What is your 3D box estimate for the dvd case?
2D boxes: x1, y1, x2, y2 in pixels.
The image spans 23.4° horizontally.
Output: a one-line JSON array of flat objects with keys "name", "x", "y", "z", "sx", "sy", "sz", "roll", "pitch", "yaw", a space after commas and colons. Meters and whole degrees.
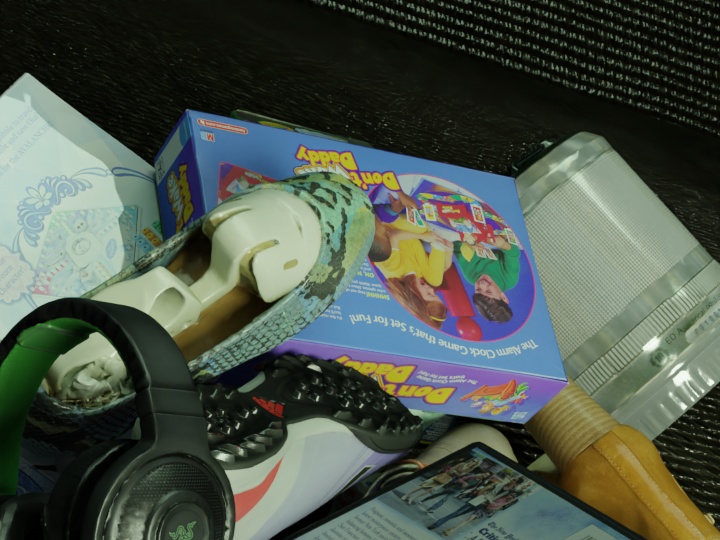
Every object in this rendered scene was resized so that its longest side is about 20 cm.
[{"name": "dvd case", "x": 0.005, "y": 0.137, "z": 0.697, "sx": 0.200, "sy": 0.018, "sz": 0.143, "roll": -25, "pitch": 23, "yaw": -21}]

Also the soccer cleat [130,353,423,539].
[{"name": "soccer cleat", "x": -0.041, "y": 0.086, "z": 0.770, "sx": 0.068, "sy": 0.073, "sz": 0.200, "roll": 34, "pitch": 19, "yaw": 23}]

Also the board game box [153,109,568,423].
[{"name": "board game box", "x": 0.000, "y": 0.000, "z": 0.892, "sx": 0.200, "sy": 0.045, "sz": 0.135, "roll": 10, "pitch": 51, "yaw": -29}]

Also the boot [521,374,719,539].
[{"name": "boot", "x": 0.154, "y": 0.146, "z": 0.981, "sx": 0.144, "sy": 0.071, "sz": 0.201, "roll": 51, "pitch": -5, "yaw": 28}]

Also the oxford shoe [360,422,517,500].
[{"name": "oxford shoe", "x": 0.037, "y": 0.119, "z": 0.838, "sx": 0.071, "sy": 0.074, "sz": 0.200, "roll": 11, "pitch": 29, "yaw": 15}]

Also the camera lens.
[{"name": "camera lens", "x": 0.158, "y": 0.017, "z": 1.203, "sx": 0.200, "sy": 0.160, "sz": 0.160, "roll": 49, "pitch": 20, "yaw": 8}]

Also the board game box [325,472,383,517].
[{"name": "board game box", "x": 0.086, "y": 0.169, "z": 0.908, "sx": 0.126, "sy": 0.035, "sz": 0.200, "roll": 8, "pitch": 19, "yaw": -38}]

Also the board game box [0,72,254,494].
[{"name": "board game box", "x": -0.139, "y": 0.022, "z": 0.842, "sx": 0.199, "sy": 0.043, "sz": 0.200, "roll": 38, "pitch": 43, "yaw": -3}]

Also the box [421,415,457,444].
[{"name": "box", "x": -0.031, "y": 0.056, "z": 1.091, "sx": 0.200, "sy": 0.064, "sz": 0.070, "roll": 13, "pitch": 17, "yaw": -31}]

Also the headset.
[{"name": "headset", "x": -0.110, "y": 0.106, "z": 0.639, "sx": 0.094, "sy": 0.123, "sz": 0.200, "roll": 10, "pitch": 58, "yaw": -46}]

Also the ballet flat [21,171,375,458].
[{"name": "ballet flat", "x": -0.070, "y": 0.011, "z": 0.764, "sx": 0.200, "sy": 0.074, "sz": 0.074, "roll": -39, "pitch": 47, "yaw": -21}]

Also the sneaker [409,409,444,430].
[{"name": "sneaker", "x": -0.032, "y": 0.021, "z": 0.966, "sx": 0.200, "sy": 0.118, "sz": 0.074, "roll": 47, "pitch": 45, "yaw": -6}]

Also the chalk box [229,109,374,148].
[{"name": "chalk box", "x": -0.045, "y": -0.035, "z": 1.287, "sx": 0.125, "sy": 0.124, "sz": 0.200, "roll": 13, "pitch": 16, "yaw": -26}]
